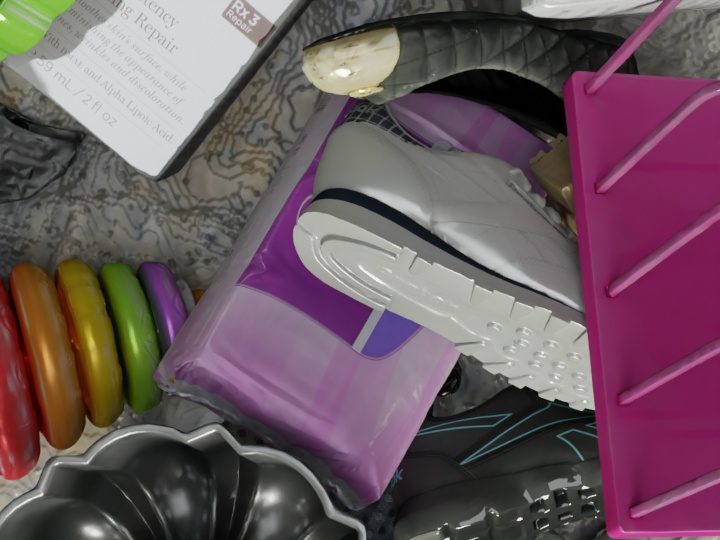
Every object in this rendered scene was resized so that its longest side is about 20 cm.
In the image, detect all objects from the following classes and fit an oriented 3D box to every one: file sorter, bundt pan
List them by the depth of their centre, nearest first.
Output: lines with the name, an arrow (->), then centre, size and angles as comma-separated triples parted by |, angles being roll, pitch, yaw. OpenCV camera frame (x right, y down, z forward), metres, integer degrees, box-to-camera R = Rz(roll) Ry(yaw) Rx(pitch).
file sorter -> 0.176, -0.005, 0.630 | 0.137, 0.125, 0.202 | 2, 71, -15
bundt pan -> -0.076, 0.167, 0.714 | 0.199, 0.076, 0.204 | 0, 87, 7

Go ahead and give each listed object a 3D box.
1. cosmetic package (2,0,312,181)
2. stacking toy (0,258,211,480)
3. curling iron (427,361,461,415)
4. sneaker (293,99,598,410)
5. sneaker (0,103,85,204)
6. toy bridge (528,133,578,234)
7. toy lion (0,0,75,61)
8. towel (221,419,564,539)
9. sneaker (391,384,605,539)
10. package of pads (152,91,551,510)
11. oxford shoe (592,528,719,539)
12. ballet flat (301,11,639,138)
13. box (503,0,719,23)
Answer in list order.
cosmetic package -> -0.074, -0.152, 0.781 | 0.101, 0.074, 0.201 | 38, 97, -3
stacking toy -> -0.120, 0.033, 0.797 | 0.198, 0.117, 0.110 | -13, 58, -16
curling iron -> 0.090, 0.018, 0.824 | 0.199, 0.026, 0.050 | -29, 117, -1
sneaker -> 0.069, -0.004, 0.711 | 0.199, 0.076, 0.081 | 31, 57, -14
sneaker -> -0.249, -0.084, 0.800 | 0.199, 0.060, 0.105 | 37, 97, -9
toy bridge -> 0.135, 0.009, 0.777 | 0.027, 0.067, 0.200 | -40, 125, -3
toy lion -> -0.141, -0.199, 0.746 | 0.068, 0.191, 0.202 | 28, 59, -39
towel -> -0.022, 0.171, 0.794 | 0.191, 0.035, 0.201 | 30, 70, 7
sneaker -> 0.108, 0.084, 0.770 | 0.198, 0.076, 0.080 | -11, 56, 3
package of pads -> 0.000, 0.000, 0.764 | 0.120, 0.076, 0.201 | 33, 74, -8
oxford shoe -> 0.146, 0.157, 0.825 | 0.199, 0.058, 0.075 | -33, 126, 17
ballet flat -> 0.058, -0.083, 0.705 | 0.199, 0.066, 0.058 | 0, 89, -40
box -> 0.125, -0.217, 0.706 | 0.129, 0.200, 0.201 | -6, 96, 2
